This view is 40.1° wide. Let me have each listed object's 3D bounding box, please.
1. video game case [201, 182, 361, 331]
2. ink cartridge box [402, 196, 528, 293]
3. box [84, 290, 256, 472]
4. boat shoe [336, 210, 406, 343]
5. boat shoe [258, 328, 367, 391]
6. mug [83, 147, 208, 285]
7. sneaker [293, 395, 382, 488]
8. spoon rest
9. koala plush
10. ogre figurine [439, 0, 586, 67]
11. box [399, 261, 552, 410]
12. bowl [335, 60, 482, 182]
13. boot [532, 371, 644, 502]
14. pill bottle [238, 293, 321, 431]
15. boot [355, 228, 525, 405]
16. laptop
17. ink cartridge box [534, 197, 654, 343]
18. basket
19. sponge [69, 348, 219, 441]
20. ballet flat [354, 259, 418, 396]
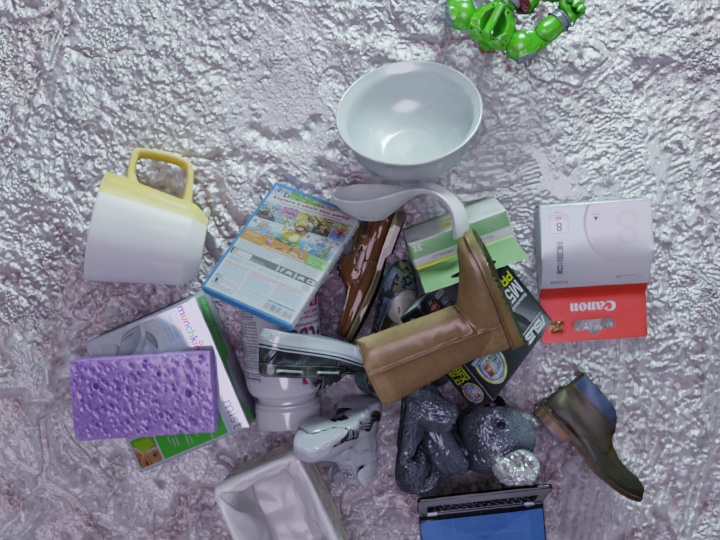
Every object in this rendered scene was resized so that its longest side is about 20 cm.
[{"bbox_3d":[-0.106,-0.024,1.354,0.142,0.018,0.201,22,60,19],"label":"video game case"},{"bbox_3d":[0.136,-0.039,1.332,0.144,0.200,0.048,-20,103,3],"label":"ink cartridge box"},{"bbox_3d":[-0.264,0.154,1.412,0.175,0.097,0.202,-21,94,5],"label":"box"},{"bbox_3d":[0.000,0.000,1.409,0.067,0.072,0.202,21,85,3],"label":"boat shoe"},{"bbox_3d":[-0.057,0.125,1.330,0.198,0.072,0.072,13,89,-33],"label":"boat shoe"},{"bbox_3d":[-0.289,-0.064,1.371,0.151,0.150,0.189,12,102,-8],"label":"mug"},{"bbox_3d":[-0.027,0.255,1.375,0.074,0.199,0.117,5,104,26],"label":"sneaker"},{"bbox_3d":[0.053,-0.093,1.330,0.198,0.099,0.061,15,115,27],"label":"spoon rest"},{"bbox_3d":[0.153,0.233,1.383,0.197,0.178,0.186,6,108,0],"label":"koala plush"},{"bbox_3d":[0.193,-0.362,1.354,0.199,0.098,0.121,32,84,-13],"label":"ogre figurine"},{"bbox_3d":[0.163,0.067,1.354,0.161,0.200,0.044,51,136,-2],"label":"box"},{"bbox_3d":[0.069,-0.188,1.355,0.198,0.091,0.203,-4,53,6],"label":"bowl"},{"bbox_3d":[0.353,0.239,1.419,0.200,0.075,0.097,41,98,-1],"label":"boot"},{"bbox_3d":[-0.109,0.117,1.396,0.112,0.113,0.203,-5,96,1],"label":"pill bottle"},{"bbox_3d":[0.086,0.062,1.225,0.198,0.066,0.177,-22,107,11],"label":"boot"},{"bbox_3d":[0.180,0.386,1.408,0.185,0.200,0.117,-7,69,1],"label":"laptop"},{"bbox_3d":[0.335,0.001,1.410,0.160,0.057,0.203,-4,91,1],"label":"ink cartridge box"},{"bbox_3d":[-0.104,0.359,1.414,0.134,0.123,0.202,-24,94,4],"label":"basket"},{"bbox_3d":[-0.296,0.170,1.352,0.197,0.030,0.113,-4,95,4],"label":"sponge"},{"bbox_3d":[0.051,0.088,1.409,0.073,0.074,0.202,15,101,-1],"label":"ballet flat"}]
